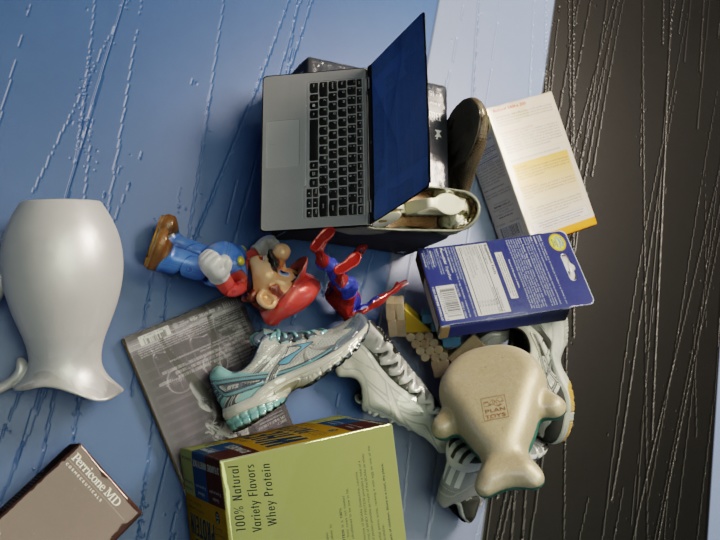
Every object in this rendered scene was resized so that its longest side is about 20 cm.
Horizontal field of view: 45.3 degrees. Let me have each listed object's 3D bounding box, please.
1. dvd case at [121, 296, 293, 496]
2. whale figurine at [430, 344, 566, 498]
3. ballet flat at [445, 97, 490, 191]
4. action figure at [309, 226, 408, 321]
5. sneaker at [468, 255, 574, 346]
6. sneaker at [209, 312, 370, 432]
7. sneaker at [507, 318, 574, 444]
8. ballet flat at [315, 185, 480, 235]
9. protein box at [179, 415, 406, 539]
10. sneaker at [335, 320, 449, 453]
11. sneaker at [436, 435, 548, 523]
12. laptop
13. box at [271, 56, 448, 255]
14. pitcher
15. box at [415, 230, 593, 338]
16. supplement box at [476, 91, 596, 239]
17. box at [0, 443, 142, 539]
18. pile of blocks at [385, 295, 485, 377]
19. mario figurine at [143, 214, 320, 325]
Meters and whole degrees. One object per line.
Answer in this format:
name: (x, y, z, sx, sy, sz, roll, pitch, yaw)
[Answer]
dvd case: (-0.167, 0.143, 0.990, 0.148, 0.016, 0.202, -23, 89, -30)
whale figurine: (0.162, 0.183, 1.005, 0.157, 0.104, 0.201, -13, 41, 7)
ballet flat: (0.132, -0.138, 1.105, 0.046, 0.201, 0.068, -10, 50, -20)
action figure: (0.000, 0.000, 1.005, 0.099, 0.200, 0.065, -39, 71, -14)
sneaker: (0.203, 0.010, 1.167, 0.199, 0.075, 0.116, -36, 99, -24)
sneaker: (-0.080, 0.095, 0.977, 0.199, 0.078, 0.087, -33, 87, -15)
sneaker: (0.219, 0.133, 1.115, 0.087, 0.075, 0.202, -14, 103, -22)
ballet flat: (0.048, -0.076, 0.985, 0.198, 0.064, 0.068, 1, 84, -26)
protein box: (-0.070, 0.275, 0.931, 0.198, 0.135, 0.201, -6, 88, -29)
sneaker: (0.044, 0.157, 1.069, 0.081, 0.075, 0.201, -39, 106, -1)
sneaker: (0.158, 0.262, 1.106, 0.199, 0.075, 0.117, 4, 112, -47)
laptop: (-0.023, -0.152, 0.914, 0.197, 0.116, 0.190, -3, 74, 8)
box: (0.001, -0.135, 1.075, 0.195, 0.117, 0.203, 5, 78, -25)
pitcher: (-0.330, 0.030, 0.885, 0.169, 0.121, 0.203, -1, 91, -11)
box: (0.178, 0.015, 1.075, 0.198, 0.033, 0.122, -8, 54, -8)
supplement box: (0.235, -0.136, 1.214, 0.125, 0.073, 0.202, -17, 88, -28)
box: (-0.325, 0.277, 0.852, 0.100, 0.075, 0.200, 49, 61, -9)
pile of blocks: (0.109, 0.091, 1.106, 0.082, 0.062, 0.200, -41, 105, 15)
mario figurine: (-0.136, -0.017, 0.983, 0.198, 0.106, 0.125, 20, 54, -14)
